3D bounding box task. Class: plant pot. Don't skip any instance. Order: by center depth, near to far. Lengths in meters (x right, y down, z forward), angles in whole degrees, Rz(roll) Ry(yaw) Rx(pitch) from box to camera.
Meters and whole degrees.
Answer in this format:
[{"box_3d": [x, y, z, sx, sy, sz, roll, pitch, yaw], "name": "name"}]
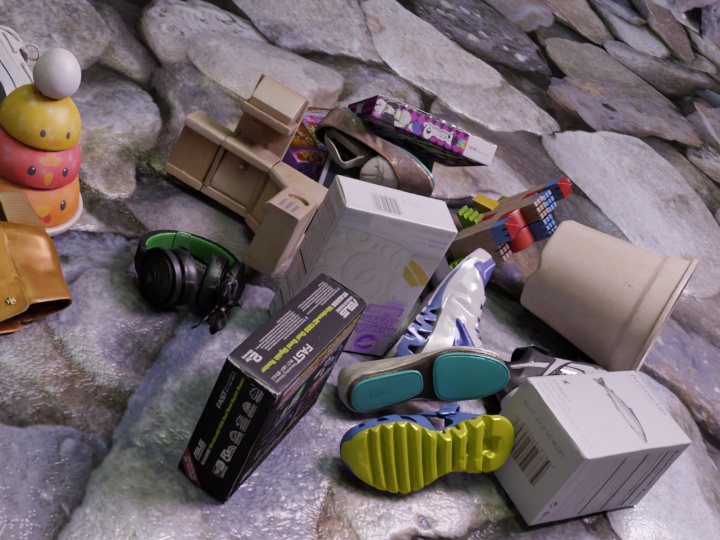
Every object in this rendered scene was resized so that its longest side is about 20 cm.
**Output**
[{"box_3d": [0.323, 0.030, 1.460, 0.182, 0.202, 0.200, 31, 32, 16], "name": "plant pot"}]

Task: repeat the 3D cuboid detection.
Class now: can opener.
[{"box_3d": [0.097, -0.019, 1.465, 0.066, 0.053, 0.201, 15, 36, -23], "name": "can opener"}]

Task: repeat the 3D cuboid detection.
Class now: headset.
[{"box_3d": [-0.176, 0.001, 1.190, 0.122, 0.095, 0.200, 10, 26, -27], "name": "headset"}]

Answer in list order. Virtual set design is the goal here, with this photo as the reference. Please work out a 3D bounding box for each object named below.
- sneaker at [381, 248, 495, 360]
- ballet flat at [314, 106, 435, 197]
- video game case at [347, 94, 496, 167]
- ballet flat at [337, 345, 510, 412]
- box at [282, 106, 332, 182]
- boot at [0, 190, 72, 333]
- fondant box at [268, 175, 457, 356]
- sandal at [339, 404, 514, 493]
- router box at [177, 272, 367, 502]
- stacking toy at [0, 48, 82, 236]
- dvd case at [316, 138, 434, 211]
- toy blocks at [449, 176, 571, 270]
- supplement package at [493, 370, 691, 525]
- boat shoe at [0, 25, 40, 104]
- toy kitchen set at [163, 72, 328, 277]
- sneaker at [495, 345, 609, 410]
[{"box_3d": [0.117, 0.079, 1.315, 0.115, 0.081, 0.200, 41, 57, -1], "name": "sneaker"}, {"box_3d": [0.011, -0.145, 1.450, 0.067, 0.069, 0.200, -32, 54, -28], "name": "ballet flat"}, {"box_3d": [0.078, -0.193, 1.534, 0.179, 0.036, 0.200, 21, 0, -14], "name": "video game case"}, {"box_3d": [0.068, 0.113, 1.217, 0.197, 0.068, 0.062, -5, 21, -15], "name": "ballet flat"}, {"box_3d": [-0.046, -0.183, 1.585, 0.198, 0.039, 0.137, -1, 45, -38], "name": "box"}, {"box_3d": [-0.391, -0.001, 1.056, 0.199, 0.071, 0.145, -12, 63, -31], "name": "boot"}, {"box_3d": [0.000, 0.000, 1.228, 0.143, 0.201, 0.059, 11, 38, -26], "name": "fondant box"}, {"box_3d": [0.063, 0.184, 1.163, 0.198, 0.081, 0.087, 2, 12, -30], "name": "sandal"}, {"box_3d": [-0.083, 0.110, 1.065, 0.062, 0.151, 0.200, 33, 33, 8], "name": "router box"}, {"box_3d": [-0.347, -0.148, 1.158, 0.145, 0.201, 0.147, 19, 34, -14], "name": "stacking toy"}, {"box_3d": [0.020, -0.121, 1.486, 0.149, 0.025, 0.201, 19, 37, -3], "name": "dvd case"}, {"box_3d": [0.217, -0.064, 1.513, 0.200, 0.136, 0.101, -38, 104, -47], "name": "toy blocks"}, {"box_3d": [0.253, 0.196, 1.233, 0.198, 0.118, 0.117, 1, 42, -41], "name": "supplement package"}, {"box_3d": [-0.443, -0.265, 1.356, 0.085, 0.075, 0.202, -10, 52, -44], "name": "boat shoe"}, {"box_3d": [-0.134, -0.132, 1.300, 0.199, 0.164, 0.181, 30, 18, 1], "name": "toy kitchen set"}, {"box_3d": [0.233, 0.129, 1.361, 0.198, 0.067, 0.091, -5, 49, -38], "name": "sneaker"}]
